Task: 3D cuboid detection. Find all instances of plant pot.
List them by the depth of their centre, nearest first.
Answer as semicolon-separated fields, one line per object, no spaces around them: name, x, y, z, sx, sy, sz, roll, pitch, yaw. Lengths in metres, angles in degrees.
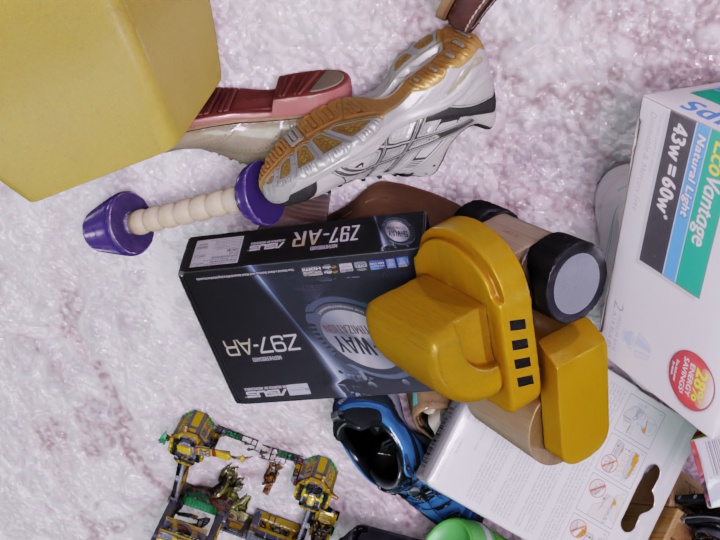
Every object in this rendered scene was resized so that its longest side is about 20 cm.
plant pot;-0.211;-0.172;0.746;0.197;0.201;0.178;-17;118;19

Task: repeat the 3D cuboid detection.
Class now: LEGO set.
LEGO set;-0.120;0.239;0.978;0.197;0.116;0.155;26;119;-3

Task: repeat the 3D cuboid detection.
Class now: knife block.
knife block;0.260;0.260;0.879;0.064;0.176;0.201;34;119;-7

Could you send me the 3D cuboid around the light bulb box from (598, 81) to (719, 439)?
light bulb box;0.286;-0.021;0.704;0.197;0.125;0.202;-12;121;-28

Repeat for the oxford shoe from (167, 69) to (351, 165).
oxford shoe;-0.097;-0.106;0.825;0.196;0.071;0.076;-5;121;15

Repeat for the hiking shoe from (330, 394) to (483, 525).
hiking shoe;0.038;0.184;0.935;0.074;0.087;0.200;-37;105;26

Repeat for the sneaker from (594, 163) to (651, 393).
sneaker;0.224;0.022;0.820;0.069;0.081;0.203;-11;116;14

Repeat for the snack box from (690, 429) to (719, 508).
snack box;0.342;0.115;0.728;0.197;0.142;0.054;-17;81;20

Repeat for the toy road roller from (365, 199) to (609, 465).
toy road roller;0.087;0.057;0.737;0.144;0.122;0.203;-25;120;-25

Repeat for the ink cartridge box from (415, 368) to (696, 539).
ink cartridge box;0.169;0.153;0.874;0.198;0.050;0.164;31;82;-9

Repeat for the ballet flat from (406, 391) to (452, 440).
ballet flat;0.115;0.170;0.921;0.068;0.073;0.200;-38;105;29

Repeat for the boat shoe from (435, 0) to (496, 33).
boat shoe;0.127;-0.245;0.705;0.070;0.071;0.201;33;118;-2

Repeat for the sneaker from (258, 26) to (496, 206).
sneaker;0.020;-0.094;0.772;0.198;0.076;0.088;-32;129;-1

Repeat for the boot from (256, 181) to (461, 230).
boot;0.000;0.000;0.867;0.196;0.071;0.148;16;125;4

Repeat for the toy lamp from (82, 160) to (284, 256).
toy lamp;-0.155;-0.049;0.855;0.197;0.058;0.059;-10;116;32

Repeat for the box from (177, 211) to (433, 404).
box;-0.029;0.036;0.832;0.196;0.044;0.162;-5;132;12

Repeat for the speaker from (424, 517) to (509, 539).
speaker;0.146;0.300;0.947;0.199;0.089;0.088;33;120;-28

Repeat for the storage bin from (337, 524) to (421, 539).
storage bin;0.043;0.332;0.947;0.198;0.137;0.094;25;125;-37
